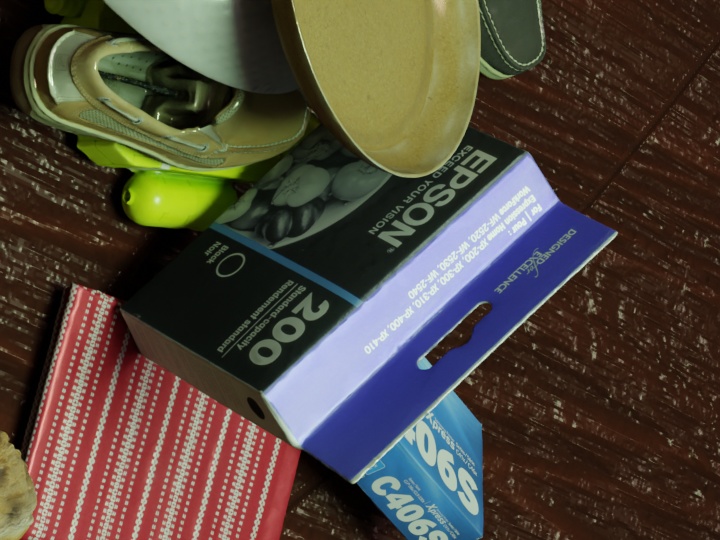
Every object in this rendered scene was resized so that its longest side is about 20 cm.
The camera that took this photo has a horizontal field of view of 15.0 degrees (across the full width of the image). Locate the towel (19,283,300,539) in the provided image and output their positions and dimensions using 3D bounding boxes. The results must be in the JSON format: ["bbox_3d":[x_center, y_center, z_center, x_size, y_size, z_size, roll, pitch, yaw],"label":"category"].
[{"bbox_3d":[-0.108,0.103,1.522,0.200,0.022,0.145,25,73,-43],"label":"towel"}]

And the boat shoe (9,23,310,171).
[{"bbox_3d":[-0.087,-0.089,1.438,0.200,0.076,0.072,1,90,-49],"label":"boat shoe"}]

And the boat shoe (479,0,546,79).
[{"bbox_3d":[0.077,-0.209,1.670,0.072,0.066,0.201,-37,117,-39],"label":"boat shoe"}]

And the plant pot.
[{"bbox_3d":[0.004,-0.145,1.405,0.200,0.027,0.200,21,65,-56],"label":"plant pot"}]

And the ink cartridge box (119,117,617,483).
[{"bbox_3d":[0.000,0.000,1.438,0.198,0.200,0.043,-43,130,-17],"label":"ink cartridge box"}]

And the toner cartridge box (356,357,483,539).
[{"bbox_3d":[0.004,0.071,1.594,0.200,0.043,0.095,50,26,-35],"label":"toner cartridge box"}]

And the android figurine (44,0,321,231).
[{"bbox_3d":[-0.097,-0.113,1.512,0.200,0.041,0.182,3,90,-47],"label":"android figurine"}]

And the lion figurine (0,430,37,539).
[{"bbox_3d":[-0.228,0.058,1.364,0.122,0.072,0.200,-25,105,-50],"label":"lion figurine"}]

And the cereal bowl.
[{"bbox_3d":[-0.073,-0.191,1.429,0.200,0.083,0.200,33,31,-23],"label":"cereal bowl"}]
